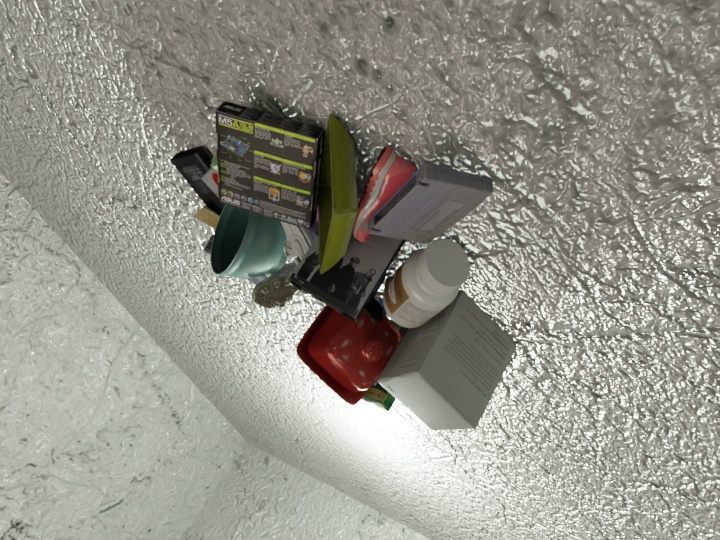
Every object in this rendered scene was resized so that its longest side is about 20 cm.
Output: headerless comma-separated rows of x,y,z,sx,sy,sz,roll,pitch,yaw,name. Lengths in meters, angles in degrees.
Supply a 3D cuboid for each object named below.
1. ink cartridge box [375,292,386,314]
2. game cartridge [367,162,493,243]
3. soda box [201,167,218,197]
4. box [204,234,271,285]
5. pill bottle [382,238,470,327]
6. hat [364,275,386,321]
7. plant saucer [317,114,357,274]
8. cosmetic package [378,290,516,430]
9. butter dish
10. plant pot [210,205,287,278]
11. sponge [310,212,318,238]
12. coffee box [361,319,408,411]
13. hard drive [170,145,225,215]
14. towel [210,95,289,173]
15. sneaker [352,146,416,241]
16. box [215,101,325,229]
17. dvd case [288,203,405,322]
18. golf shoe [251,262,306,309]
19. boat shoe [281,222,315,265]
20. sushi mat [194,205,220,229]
-0.035,0.040,1.373,0.114,0.068,0.202,0,134,47,ink cartridge box
0.107,-0.102,0.961,0.126,0.040,0.200,3,158,-25,game cartridge
-0.264,-0.216,1.268,0.068,0.064,0.198,46,150,-17,soda box
-0.284,-0.027,1.539,0.199,0.052,0.156,38,156,-28,box
0.121,0.024,1.118,0.113,0.115,0.200,37,152,-1,pill bottle
0.000,0.000,1.203,0.201,0.081,0.201,46,-172,-8,hat
-0.041,-0.127,1.048,0.046,0.205,0.201,1,152,-9,plant saucer
0.172,0.185,1.205,0.166,0.202,0.167,42,153,-11,cosmetic package
0.000,0.157,1.247,0.199,0.201,0.147,45,162,-19,butter dish
-0.232,-0.070,1.339,0.132,0.206,0.198,20,163,-32,plant pot
-0.092,-0.121,1.242,0.110,0.030,0.202,2,136,47,sponge
0.058,0.211,1.375,0.121,0.202,0.044,14,147,36,coffee box
-0.351,-0.196,1.429,0.137,0.033,0.202,3,136,47,hard drive
-0.184,-0.209,1.137,0.149,0.031,0.199,44,126,-13,towel
0.041,-0.111,1.035,0.085,0.075,0.202,25,137,1,sneaker
-0.169,-0.189,1.105,0.194,0.048,0.197,16,128,8,box
-0.019,-0.027,1.115,0.148,0.202,0.025,28,159,15,dvd case
-0.185,0.027,1.409,0.096,0.197,0.080,27,121,37,golf shoe
-0.127,-0.046,1.247,0.203,0.066,0.074,56,163,3,boat shoe
-0.320,-0.096,1.507,0.198,0.012,0.095,34,158,-22,sushi mat
